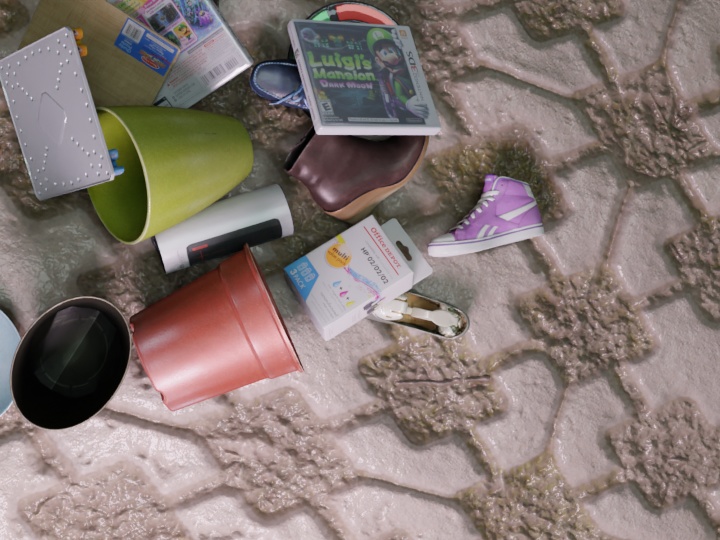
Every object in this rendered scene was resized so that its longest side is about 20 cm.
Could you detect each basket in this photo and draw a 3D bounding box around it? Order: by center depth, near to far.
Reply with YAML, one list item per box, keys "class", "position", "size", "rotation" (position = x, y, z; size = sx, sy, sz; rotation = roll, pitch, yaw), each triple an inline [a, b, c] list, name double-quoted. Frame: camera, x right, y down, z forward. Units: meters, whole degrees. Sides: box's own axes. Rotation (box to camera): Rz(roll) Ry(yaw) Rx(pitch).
- class: "basket"
  position: [-0.388, 0.115, 1.373]
  size: [0.136, 0.200, 0.181]
  rotation: [32, 84, -13]

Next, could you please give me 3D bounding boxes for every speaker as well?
- class: "speaker"
  position: [-0.203, -0.061, 1.476]
  size: [0.199, 0.081, 0.082]
  rotation: [-18, 97, -14]

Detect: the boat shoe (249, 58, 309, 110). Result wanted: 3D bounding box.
- class: "boat shoe"
  position: [-0.059, -0.270, 1.474]
  size: [0.199, 0.069, 0.085]
  rotation: [6, 98, -11]

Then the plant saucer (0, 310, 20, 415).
- class: "plant saucer"
  position: [-0.569, 0.128, 1.411]
  size: [0.200, 0.039, 0.202]
  rotation: [-1, 94, -14]

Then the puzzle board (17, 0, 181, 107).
- class: "puzzle board"
  position: [-0.367, -0.301, 1.416]
  size: [0.200, 0.017, 0.151]
  rotation: [31, 113, -7]

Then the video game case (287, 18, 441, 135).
- class: "video game case"
  position: [0.007, -0.277, 1.457]
  size: [0.199, 0.023, 0.182]
  rotation: [-4, 67, -29]

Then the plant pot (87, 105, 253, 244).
- class: "plant pot"
  position: [-0.255, -0.151, 1.413]
  size: [0.200, 0.187, 0.188]
  rotation: [-19, 97, -37]

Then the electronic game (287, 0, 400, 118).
- class: "electronic game"
  position: [-0.013, -0.306, 1.534]
  size: [0.199, 0.042, 0.201]
  rotation: [-1, 92, -14]

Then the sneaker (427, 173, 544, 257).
- class: "sneaker"
  position: [0.185, -0.088, 1.584]
  size: [0.200, 0.073, 0.115]
  rotation: [-15, 92, -24]

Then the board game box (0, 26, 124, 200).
- class: "board game box"
  position: [-0.406, -0.207, 1.366]
  size: [0.026, 0.200, 0.201]
  rotation: [-23, 101, -45]

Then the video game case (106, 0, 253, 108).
- class: "video game case"
  position: [-0.280, -0.314, 1.420]
  size: [0.200, 0.024, 0.182]
  rotation: [-30, 107, 18]

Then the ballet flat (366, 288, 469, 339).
- class: "ballet flat"
  position: [0.077, 0.057, 1.560]
  size: [0.199, 0.064, 0.068]
  rotation: [16, 88, -14]

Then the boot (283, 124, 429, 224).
- class: "boot"
  position: [-0.001, -0.175, 1.497]
  size: [0.200, 0.072, 0.166]
  rotation: [-49, 132, -1]

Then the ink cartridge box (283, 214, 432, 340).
- class: "ink cartridge box"
  position: [0.000, 0.000, 1.515]
  size: [0.200, 0.068, 0.115]
  rotation: [-32, 72, -11]

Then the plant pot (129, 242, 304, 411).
- class: "plant pot"
  position: [-0.208, 0.092, 1.432]
  size: [0.195, 0.201, 0.201]
  rotation: [-24, 98, -4]

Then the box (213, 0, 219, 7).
- class: "box"
  position: [-0.295, -0.432, 1.418]
  size: [0.199, 0.075, 0.100]
  rotation: [2, 137, -14]
